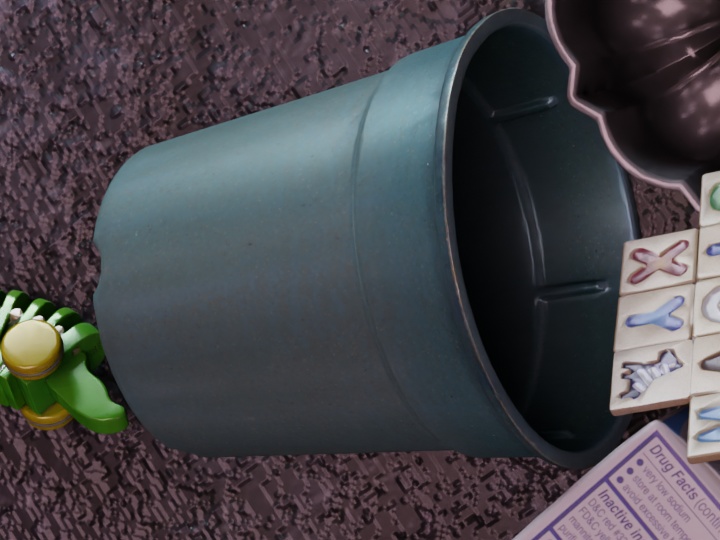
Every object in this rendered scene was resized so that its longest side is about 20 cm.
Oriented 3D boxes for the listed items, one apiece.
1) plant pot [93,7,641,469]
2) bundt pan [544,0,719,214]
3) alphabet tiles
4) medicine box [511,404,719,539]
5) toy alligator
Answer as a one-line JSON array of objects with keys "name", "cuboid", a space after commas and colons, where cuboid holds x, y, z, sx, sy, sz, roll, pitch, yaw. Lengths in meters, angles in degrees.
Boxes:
[{"name": "plant pot", "cuboid": [0.000, 0.000, 1.126, 0.196, 0.200, 0.200, -10, 91, 29]}, {"name": "bundt pan", "cuboid": [0.186, -0.123, 1.098, 0.202, 0.076, 0.202, 2, 96, 20]}, {"name": "alphabet tiles", "cuboid": [0.196, 0.004, 0.994, 0.200, 0.166, 0.006, -11, 130, 21]}, {"name": "medicine box", "cuboid": [0.112, 0.150, 1.090, 0.200, 0.182, 0.103, -43, 80, 18]}, {"name": "toy alligator", "cuboid": [-0.196, 0.029, 1.267, 0.200, 0.059, 0.054, 18, 58, 19]}]
